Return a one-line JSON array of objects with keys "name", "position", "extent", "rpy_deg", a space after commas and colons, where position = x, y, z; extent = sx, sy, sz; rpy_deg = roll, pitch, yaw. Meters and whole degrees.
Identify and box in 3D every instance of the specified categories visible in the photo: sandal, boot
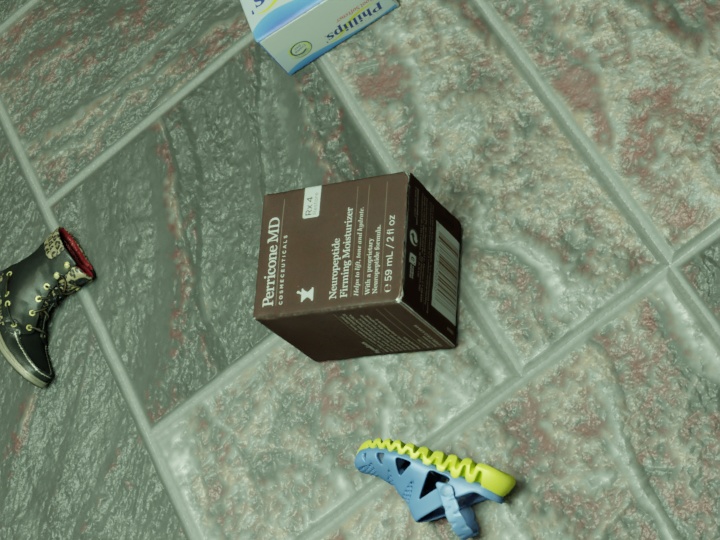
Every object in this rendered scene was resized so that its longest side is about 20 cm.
[{"name": "sandal", "position": [0.075, 0.248, 1.820], "extent": [0.198, 0.079, 0.088], "rpy_deg": [13, 80, 33]}, {"name": "boot", "position": [-0.432, 0.047, 2.183], "extent": [0.150, 0.073, 0.201], "rpy_deg": [-38, 51, 9]}]

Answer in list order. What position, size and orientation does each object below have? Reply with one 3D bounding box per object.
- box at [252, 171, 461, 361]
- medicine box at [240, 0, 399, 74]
[{"name": "box", "position": [0.000, 0.000, 1.909], "extent": [0.198, 0.164, 0.168], "rpy_deg": [-7, 66, 26]}, {"name": "medicine box", "position": [-0.072, -0.403, 2.156], "extent": [0.181, 0.103, 0.201], "rpy_deg": [-30, 57, 14]}]
